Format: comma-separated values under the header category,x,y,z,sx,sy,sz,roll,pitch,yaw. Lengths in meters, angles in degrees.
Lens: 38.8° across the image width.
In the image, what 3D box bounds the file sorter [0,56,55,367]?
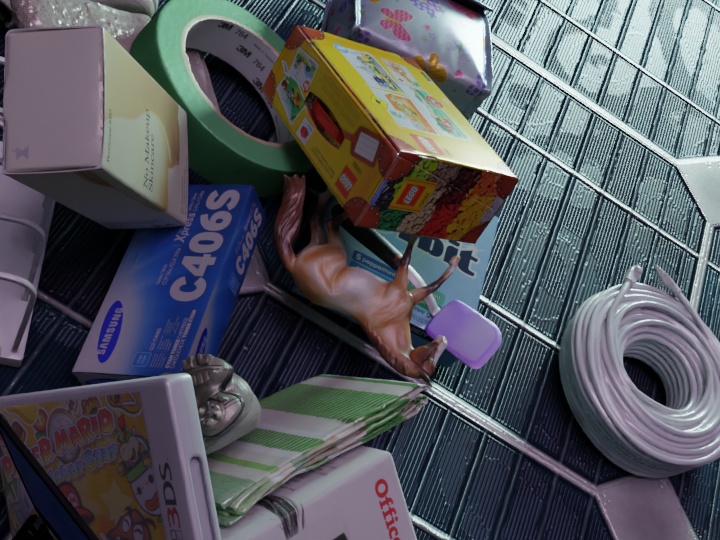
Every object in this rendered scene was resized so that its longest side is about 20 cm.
category,x,y,z,sx,sy,sz,roll,pitch,yaw
file sorter,-0.303,-0.053,0.778,0.139,0.125,0.200,14,56,-20

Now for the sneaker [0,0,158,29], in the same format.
category,x,y,z,sx,sy,sz,roll,pitch,yaw
sneaker,-0.291,-0.255,0.956,0.200,0.075,0.081,7,72,-22

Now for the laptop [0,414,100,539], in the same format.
category,x,y,z,sx,sy,sz,roll,pitch,yaw
laptop,-0.187,0.216,0.582,0.177,0.200,0.103,41,5,29

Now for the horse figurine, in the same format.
category,x,y,z,sx,sy,sz,roll,pitch,yaw
horse figurine,0.000,0.000,0.894,0.200,0.050,0.133,31,67,-3

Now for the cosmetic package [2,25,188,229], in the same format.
category,x,y,z,sx,sy,sz,roll,pitch,yaw
cosmetic package,-0.191,-0.099,0.768,0.071,0.200,0.105,-2,83,6

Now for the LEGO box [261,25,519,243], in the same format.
category,x,y,z,sx,sy,sz,roll,pitch,yaw
LEGO box,0.024,-0.122,0.920,0.149,0.077,0.200,7,37,-40

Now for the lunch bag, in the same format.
category,x,y,z,sx,sy,sz,roll,pitch,yaw
lunch bag,0.048,-0.259,1.101,0.169,0.127,0.200,22,46,-18

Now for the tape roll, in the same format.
category,x,y,z,sx,sy,sz,roll,pitch,yaw
tape roll,-0.119,-0.165,0.960,0.200,0.048,0.201,31,41,-31

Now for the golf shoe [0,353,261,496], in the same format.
category,x,y,z,sx,sy,sz,roll,pitch,yaw
golf shoe,-0.165,0.129,0.746,0.200,0.097,0.078,-17,66,11

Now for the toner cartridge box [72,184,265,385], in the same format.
category,x,y,z,sx,sy,sz,roll,pitch,yaw
toner cartridge box,-0.151,0.015,0.839,0.095,0.043,0.200,0,51,17

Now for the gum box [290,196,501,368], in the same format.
category,x,y,z,sx,sy,sz,roll,pitch,yaw
gum box,0.042,-0.028,1.000,0.170,0.045,0.200,27,53,-11

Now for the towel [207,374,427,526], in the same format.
category,x,y,z,sx,sy,sz,roll,pitch,yaw
towel,-0.064,0.130,0.788,0.200,0.152,0.023,-26,106,-37

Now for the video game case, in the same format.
category,x,y,z,sx,sy,sz,roll,pitch,yaw
video game case,-0.159,0.162,0.638,0.023,0.200,0.182,-10,89,-49

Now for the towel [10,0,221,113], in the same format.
category,x,y,z,sx,sy,sz,roll,pitch,yaw
towel,-0.214,-0.181,0.932,0.200,0.034,0.133,5,56,-46

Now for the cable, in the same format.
category,x,y,z,sx,sy,sz,roll,pitch,yaw
cable,0.290,0.110,1.033,0.200,0.069,0.200,-31,79,-37

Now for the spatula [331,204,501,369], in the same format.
category,x,y,z,sx,sy,sz,roll,pitch,yaw
spatula,0.047,0.009,0.938,0.200,0.021,0.057,45,56,4

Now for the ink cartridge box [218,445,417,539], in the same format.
category,x,y,z,sx,sy,sz,roll,pitch,yaw
ink cartridge box,-0.053,0.229,0.726,0.200,0.084,0.146,-25,103,-37
